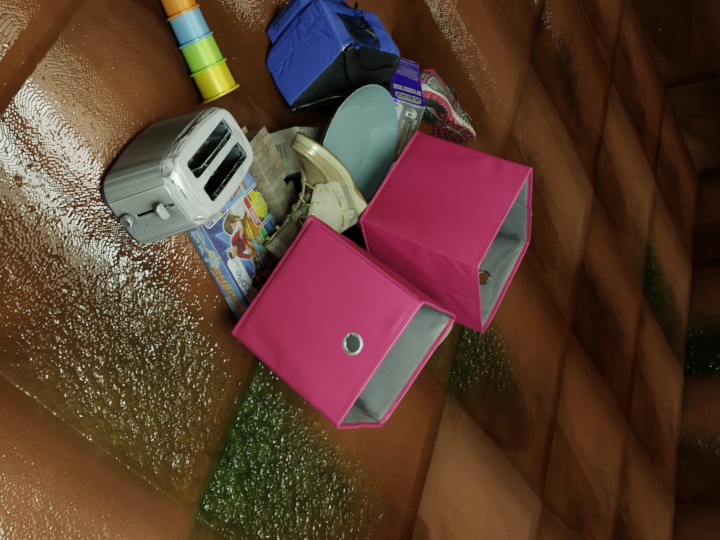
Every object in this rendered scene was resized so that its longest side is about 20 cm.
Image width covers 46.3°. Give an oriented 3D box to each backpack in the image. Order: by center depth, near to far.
[{"bbox_3d":[-0.036,-0.359,1.362,0.199,0.162,0.170,-8,70,-53],"label":"backpack"}]

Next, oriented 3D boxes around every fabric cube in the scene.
[{"bbox_3d":[-0.017,0.076,1.163,0.197,0.198,0.200,-54,159,4],"label":"fabric cube"},{"bbox_3d":[0.139,-0.058,1.310,0.198,0.197,0.201,-58,155,-25],"label":"fabric cube"}]

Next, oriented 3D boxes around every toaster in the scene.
[{"bbox_3d":[-0.224,-0.129,1.073,0.114,0.127,0.201,59,41,-30],"label":"toaster"}]

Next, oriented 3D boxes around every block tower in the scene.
[{"bbox_3d":[-0.133,-0.118,1.265,0.202,0.057,0.054,62,39,-24],"label":"block tower"}]

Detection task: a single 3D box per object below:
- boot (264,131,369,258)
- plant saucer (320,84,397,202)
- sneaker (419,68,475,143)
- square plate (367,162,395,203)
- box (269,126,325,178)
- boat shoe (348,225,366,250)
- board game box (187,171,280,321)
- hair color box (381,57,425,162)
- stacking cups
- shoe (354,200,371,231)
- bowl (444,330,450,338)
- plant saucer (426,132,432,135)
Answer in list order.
[{"bbox_3d":[-0.079,-0.087,1.193,0.155,0.072,0.200,-47,145,-6],"label":"boot"},{"bbox_3d":[-0.013,-0.191,1.304,0.200,0.038,0.204,-38,139,-41],"label":"plant saucer"},{"bbox_3d":[0.162,-0.298,1.570,0.200,0.079,0.076,40,51,-55],"label":"sneaker"},{"bbox_3d":[0.116,-0.109,1.484,0.199,0.028,0.200,39,62,-14],"label":"square plate"},{"bbox_3d":[-0.067,-0.189,1.353,0.199,0.081,0.070,-14,94,-57],"label":"box"},{"bbox_3d":[0.002,-0.001,1.419,0.062,0.073,0.205,12,66,-38],"label":"boat shoe"},{"bbox_3d":[-0.168,-0.036,1.214,0.136,0.034,0.202,-52,125,-45],"label":"board game box"},{"bbox_3d":[0.062,-0.284,1.466,0.064,0.111,0.201,14,33,-11],"label":"hair color box"},{"bbox_3d":[-0.239,-0.333,1.161,0.061,0.060,0.202,-48,118,-48],"label":"stacking cups"},{"bbox_3d":[0.057,-0.125,1.396,0.200,0.053,0.071,-50,150,-37],"label":"shoe"},{"bbox_3d":[0.085,0.046,1.520,0.199,0.074,0.203,-35,113,-58],"label":"bowl"},{"bbox_3d":[0.232,-0.184,1.713,0.037,0.199,0.200,-51,130,-2],"label":"plant saucer"}]
